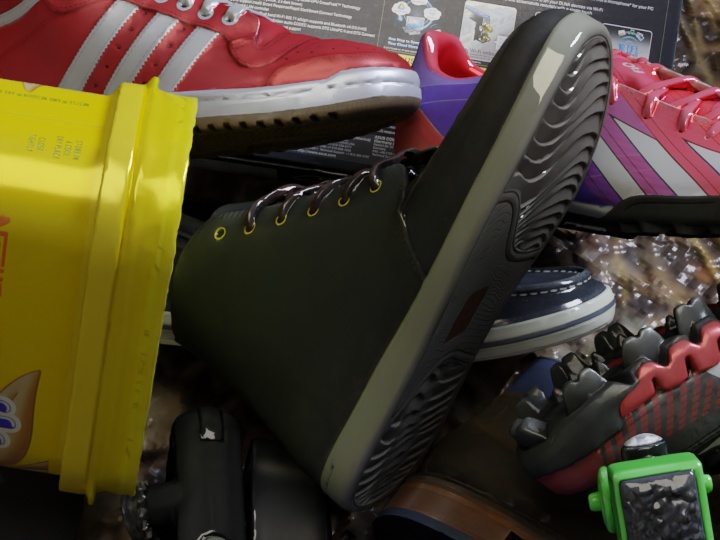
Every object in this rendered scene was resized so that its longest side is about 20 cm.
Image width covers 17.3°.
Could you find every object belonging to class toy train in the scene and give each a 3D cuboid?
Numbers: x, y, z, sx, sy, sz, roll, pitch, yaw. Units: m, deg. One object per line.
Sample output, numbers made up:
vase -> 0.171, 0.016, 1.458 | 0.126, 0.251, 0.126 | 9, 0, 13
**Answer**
toy train -> 0.109, 0.152, 0.762 | 0.042, 0.056, 0.200 | -10, 92, 1

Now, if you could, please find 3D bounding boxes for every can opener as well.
can opener -> -0.051, 0.137, 0.830 | 0.078, 0.063, 0.200 | 1, 53, 0

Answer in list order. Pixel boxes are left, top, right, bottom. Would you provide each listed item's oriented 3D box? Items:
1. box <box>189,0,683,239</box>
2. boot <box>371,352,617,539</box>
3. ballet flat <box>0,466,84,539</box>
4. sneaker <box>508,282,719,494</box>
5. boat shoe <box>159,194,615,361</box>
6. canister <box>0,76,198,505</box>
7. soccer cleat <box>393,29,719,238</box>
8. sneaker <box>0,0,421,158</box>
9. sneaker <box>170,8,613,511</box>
box -> 0.029, -0.108, 0.955 | 0.200, 0.049, 0.162 | 8, 84, 1
boot -> 0.112, 0.100, 0.852 | 0.200, 0.075, 0.097 | 26, 60, 20
ballet flat -> -0.157, 0.022, 0.914 | 0.073, 0.073, 0.200 | -15, 55, -11
sneaker -> 0.146, 0.046, 0.838 | 0.200, 0.071, 0.098 | -23, 91, -28
boat shoe -> 0.000, 0.000, 0.922 | 0.199, 0.062, 0.075 | 4, 9, 6
canister -> -0.164, -0.004, 0.805 | 0.200, 0.149, 0.087 | 9, 38, -4
soccer cleat -> 0.095, -0.050, 0.851 | 0.200, 0.068, 0.073 | 5, 92, 38
sneaker -> -0.075, -0.100, 0.897 | 0.200, 0.071, 0.113 | -3, 83, 17
sneaker -> 0.003, -0.021, 0.825 | 0.106, 0.200, 0.075 | 37, 25, 20
